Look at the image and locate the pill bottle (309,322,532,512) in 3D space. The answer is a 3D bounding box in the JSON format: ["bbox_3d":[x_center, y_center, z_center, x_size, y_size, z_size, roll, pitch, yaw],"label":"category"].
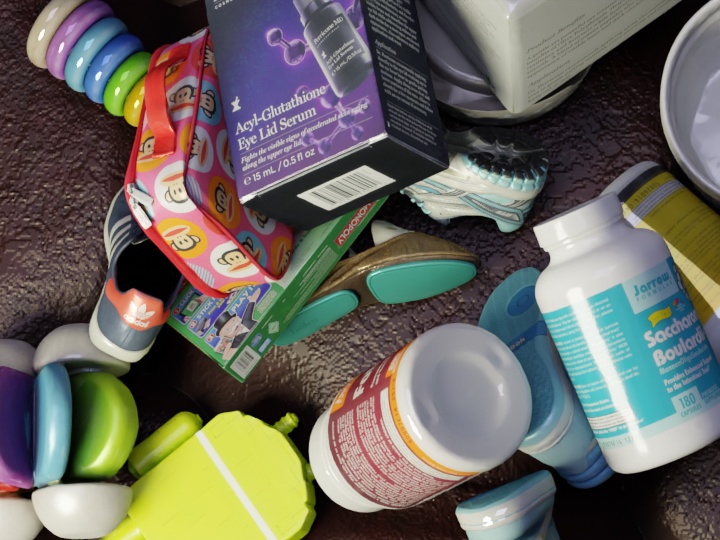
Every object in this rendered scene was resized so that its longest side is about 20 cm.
[{"bbox_3d":[0.041,0.122,1.515,0.113,0.200,0.115,9,68,-23],"label":"pill bottle"}]

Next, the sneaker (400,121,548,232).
[{"bbox_3d":[0.055,-0.081,1.628,0.198,0.087,0.078,17,42,9],"label":"sneaker"}]

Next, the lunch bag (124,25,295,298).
[{"bbox_3d":[-0.123,-0.097,1.580,0.081,0.176,0.201,-17,46,27],"label":"lunch bag"}]

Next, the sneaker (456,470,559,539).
[{"bbox_3d":[0.132,0.227,1.479,0.079,0.200,0.132,-22,81,6],"label":"sneaker"}]

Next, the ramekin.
[{"bbox_3d":[0.347,-0.130,1.586,0.198,0.105,0.202,-2,76,9],"label":"ramekin"}]

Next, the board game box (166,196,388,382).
[{"bbox_3d":[-0.079,-0.015,1.634,0.201,0.029,0.134,-52,38,-5],"label":"board game box"}]

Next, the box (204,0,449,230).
[{"bbox_3d":[-0.029,-0.157,1.552,0.147,0.104,0.202,-23,66,26],"label":"box"}]

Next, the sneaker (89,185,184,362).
[{"bbox_3d":[-0.175,-0.019,1.622,0.074,0.085,0.201,20,42,-19],"label":"sneaker"}]

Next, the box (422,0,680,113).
[{"bbox_3d":[0.144,-0.283,1.561,0.198,0.172,0.201,-34,70,-8],"label":"box"}]

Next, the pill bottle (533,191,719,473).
[{"bbox_3d":[0.203,0.045,1.475,0.110,0.111,0.202,-24,92,3],"label":"pill bottle"}]

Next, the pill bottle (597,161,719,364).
[{"bbox_3d":[0.271,0.013,1.558,0.112,0.112,0.200,-46,72,-4],"label":"pill bottle"}]

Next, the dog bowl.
[{"bbox_3d":[0.117,-0.216,1.662,0.198,0.059,0.202,-2,70,5],"label":"dog bowl"}]

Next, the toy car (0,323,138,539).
[{"bbox_3d":[-0.284,0.133,1.589,0.198,0.150,0.177,-11,72,27],"label":"toy car"}]

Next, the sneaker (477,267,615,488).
[{"bbox_3d":[0.163,0.098,1.580,0.079,0.130,0.201,-33,35,25],"label":"sneaker"}]

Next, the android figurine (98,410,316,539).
[{"bbox_3d":[-0.119,0.201,1.613,0.200,0.041,0.182,-40,72,0],"label":"android figurine"}]

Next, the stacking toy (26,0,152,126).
[{"bbox_3d":[-0.198,-0.165,1.707,0.199,0.085,0.086,38,84,12],"label":"stacking toy"}]

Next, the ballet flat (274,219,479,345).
[{"bbox_3d":[0.000,0.000,1.641,0.198,0.068,0.073,-21,57,8],"label":"ballet flat"}]
